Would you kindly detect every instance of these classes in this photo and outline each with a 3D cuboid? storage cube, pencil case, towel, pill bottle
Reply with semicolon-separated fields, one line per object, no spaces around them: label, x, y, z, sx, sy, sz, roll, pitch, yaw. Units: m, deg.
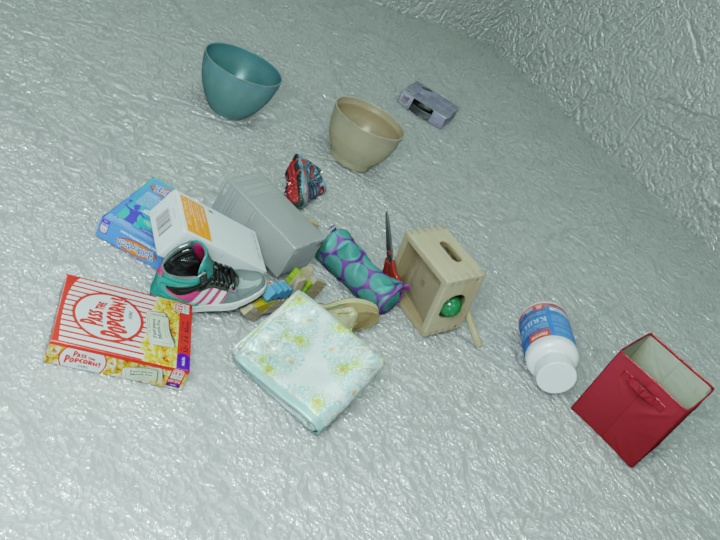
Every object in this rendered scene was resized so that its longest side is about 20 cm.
storage cube;0.580;0.264;1.565;0.200;0.180;0.171;-11;50;-50
pencil case;0.000;0.000;1.544;0.092;0.085;0.200;-39;68;-16
towel;-0.085;0.143;1.232;0.200;0.048;0.171;39;62;14
pill bottle;0.404;0.164;1.625;0.112;0.112;0.200;23;30;-11

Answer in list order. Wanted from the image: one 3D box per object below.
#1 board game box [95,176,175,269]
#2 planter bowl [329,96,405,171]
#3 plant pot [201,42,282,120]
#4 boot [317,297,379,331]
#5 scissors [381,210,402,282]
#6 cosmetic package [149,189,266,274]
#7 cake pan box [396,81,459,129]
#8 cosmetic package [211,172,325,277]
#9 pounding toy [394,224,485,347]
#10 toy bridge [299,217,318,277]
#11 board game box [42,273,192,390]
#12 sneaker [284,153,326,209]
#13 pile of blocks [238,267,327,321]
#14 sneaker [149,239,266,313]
board game box;-0.365;-0.085;1.398;0.152;0.045;0.200;30;31;-1
planter bowl;0.000;-0.347;2.006;0.200;0.135;0.201;21;32;-14
plant pot;-0.313;-0.457;1.899;0.199;0.135;0.200;22;31;-14
boot;-0.026;0.124;1.354;0.199;0.073;0.156;1;40;-37
scissors;0.065;-0.024;1.540;0.073;0.201;0.014;34;43;31
cosmetic package;-0.264;-0.049;1.330;0.200;0.071;0.102;29;32;-49
cake pan box;0.234;-0.571;2.619;0.184;0.052;0.200;31;30;5
cosmetic package;-0.176;-0.091;1.465;0.200;0.090;0.107;49;33;15
pounding toy;0.172;0.042;1.565;0.142;0.185;0.200;-11;48;-32
toy bridge;-0.125;-0.053;1.574;0.067;0.027;0.200;21;32;-12
board game box;-0.357;0.092;1.144;0.199;0.046;0.152;16;33;-23
sneaker;-0.118;-0.201;1.748;0.095;0.079;0.200;22;32;-18
pile of blocks;-0.150;0.030;1.378;0.062;0.082;0.200;45;34;23
sneaker;-0.245;0.003;1.250;0.199;0.121;0.084;-9;52;-24
